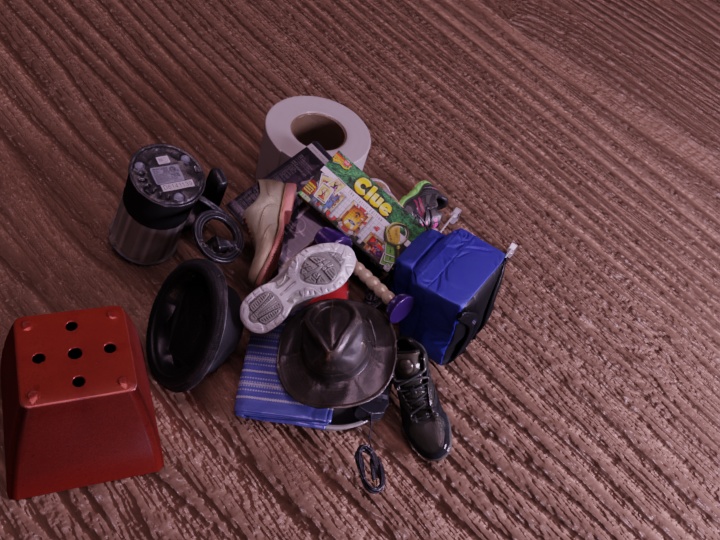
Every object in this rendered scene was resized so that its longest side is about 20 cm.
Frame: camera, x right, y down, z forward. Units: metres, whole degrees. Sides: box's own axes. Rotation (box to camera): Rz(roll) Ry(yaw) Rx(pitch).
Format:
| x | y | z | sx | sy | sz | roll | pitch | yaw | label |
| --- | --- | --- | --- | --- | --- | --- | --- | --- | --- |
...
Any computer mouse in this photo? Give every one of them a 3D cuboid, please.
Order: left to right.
| x | y | z | sx | sy | sz | roll | pitch | yaw | label |
| --- | --- | --- | --- | --- | --- | --- | --- | --- | --- |
| -0.009 | -0.023 | 1.327 | 0.200 | 0.053 | 0.139 | 37 | 71 | 13 | computer mouse |
| 0.011 | 0.231 | 1.089 | 0.059 | 0.034 | 0.200 | 19 | 50 | -25 | computer mouse |

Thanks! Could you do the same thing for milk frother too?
| x | y | z | sx | sy | sz | roll | pitch | yaw | label |
| --- | --- | --- | --- | --- | --- | --- | --- | --- | --- |
| -0.296 | -0.066 | 1.186 | 0.180 | 0.188 | 0.200 | 2 | 61 | -27 | milk frother |

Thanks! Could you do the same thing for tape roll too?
| x | y | z | sx | sy | sz | roll | pitch | yaw | label |
| --- | --- | --- | --- | --- | --- | --- | --- | --- | --- |
| -0.093 | -0.216 | 1.409 | 0.203 | 0.139 | 0.203 | 9 | 50 | -10 | tape roll |

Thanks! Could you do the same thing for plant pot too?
| x | y | z | sx | sy | sz | roll | pitch | yaw | label |
| --- | --- | --- | --- | --- | --- | --- | --- | --- | --- |
| -0.375 | 0.158 | 0.977 | 0.200 | 0.176 | 0.200 | -7 | 54 | -22 | plant pot |

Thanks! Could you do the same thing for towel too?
| x | y | z | sx | sy | sz | roll | pitch | yaw | label |
| --- | --- | --- | --- | --- | --- | --- | --- | --- | --- |
| -0.104 | 0.140 | 1.125 | 0.145 | 0.024 | 0.200 | 7 | 55 | 1 | towel |

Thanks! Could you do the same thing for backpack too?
| x | y | z | sx | sy | sz | roll | pitch | yaw | label |
| --- | --- | --- | --- | --- | --- | --- | --- | --- | --- |
| 0.138 | 0.042 | 1.225 | 0.168 | 0.200 | 0.162 | 36 | 58 | 24 | backpack |

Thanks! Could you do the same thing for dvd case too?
| x | y | z | sx | sy | sz | roll | pitch | yaw | label |
| --- | --- | --- | --- | --- | --- | --- | --- | --- | --- |
| -0.105 | -0.116 | 1.252 | 0.200 | 0.016 | 0.149 | -39 | 74 | -16 | dvd case |

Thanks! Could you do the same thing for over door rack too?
| x | y | z | sx | sy | sz | roll | pitch | yaw | label |
| --- | --- | --- | --- | --- | --- | --- | --- | --- | --- |
| 0.201 | -0.036 | 1.399 | 0.148 | 0.067 | 0.200 | 34 | 49 | 11 | over door rack |

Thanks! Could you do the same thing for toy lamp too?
| x | y | z | sx | sy | sz | roll | pitch | yaw | label |
| --- | --- | --- | --- | --- | --- | --- | --- | --- | --- |
| 0.000 | 0.000 | 1.172 | 0.058 | 0.058 | 0.200 | -28 | 55 | -34 | toy lamp |

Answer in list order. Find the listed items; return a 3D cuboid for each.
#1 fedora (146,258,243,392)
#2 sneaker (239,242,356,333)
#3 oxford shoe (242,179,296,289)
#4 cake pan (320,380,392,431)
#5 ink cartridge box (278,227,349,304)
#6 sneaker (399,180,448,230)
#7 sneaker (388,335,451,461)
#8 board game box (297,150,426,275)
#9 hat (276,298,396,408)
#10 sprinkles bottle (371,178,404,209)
| x | y | z | sx | sy | sz | roll | pitch | yaw | label |
| --- | --- | --- | --- | --- | --- | --- | --- | --- | --- |
| -0.236 | 0.085 | 1.110 | 0.092 | 0.201 | 0.201 | 16 | 39 | -48 | fedora |
| -0.099 | 0.022 | 1.132 | 0.200 | 0.099 | 0.078 | -31 | 92 | -11 | sneaker |
| -0.157 | -0.060 | 1.179 | 0.074 | 0.071 | 0.200 | 14 | 57 | -5 | oxford shoe |
| -0.051 | 0.168 | 1.165 | 0.200 | 0.037 | 0.200 | 9 | 49 | -11 | cake pan |
| -0.081 | -0.002 | 1.249 | 0.116 | 0.067 | 0.200 | -2 | 66 | -4 | ink cartridge box |
| 0.112 | -0.105 | 1.423 | 0.084 | 0.077 | 0.200 | 28 | 49 | 12 | sneaker |
| 0.082 | 0.189 | 1.123 | 0.076 | 0.114 | 0.200 | -17 | 65 | 12 | sneaker |
| 0.003 | -0.097 | 1.230 | 0.200 | 0.023 | 0.105 | 41 | 76 | -1 | board game box |
| -0.036 | 0.101 | 1.083 | 0.200 | 0.081 | 0.201 | -1 | 50 | 1 | hat |
| 0.034 | -0.119 | 1.353 | 0.068 | 0.068 | 0.200 | 10 | 16 | -10 | sprinkles bottle |
